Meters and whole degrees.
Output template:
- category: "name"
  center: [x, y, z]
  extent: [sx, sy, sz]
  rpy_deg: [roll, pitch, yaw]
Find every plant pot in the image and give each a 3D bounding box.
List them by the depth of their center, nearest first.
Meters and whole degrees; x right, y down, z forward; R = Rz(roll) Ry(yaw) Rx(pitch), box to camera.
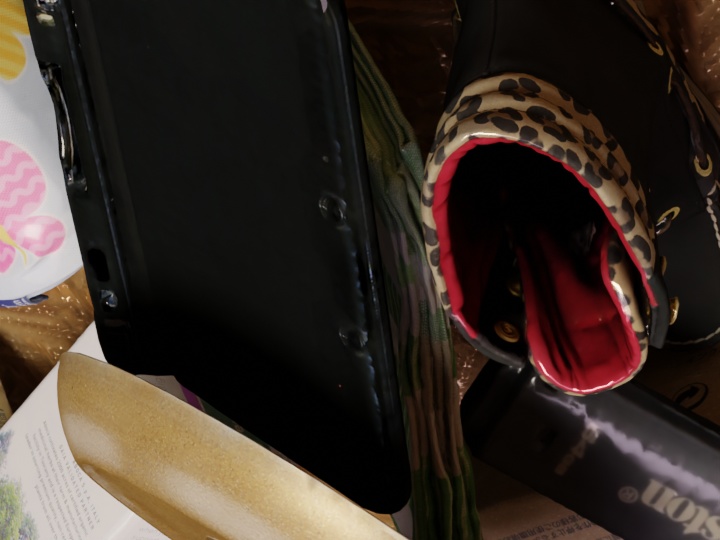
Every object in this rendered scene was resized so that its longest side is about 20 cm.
- category: "plant pot"
  center: [-0.014, 0.091, 0.802]
  extent: [0.200, 0.028, 0.200]
  rpy_deg: [31, 169, 6]

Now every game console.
- category: "game console"
  center: [-0.031, -0.059, 0.785]
  extent: [0.116, 0.176, 0.201]
  rpy_deg: [4, 130, 14]

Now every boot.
- category: "boot"
  center: [0.072, -0.018, 0.811]
  extent: [0.073, 0.151, 0.201]
  rpy_deg: [-11, 127, 17]

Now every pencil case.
- category: "pencil case"
  center: [-0.152, -0.083, 0.878]
  extent: [0.090, 0.083, 0.200]
  rpy_deg: [-3, 131, 43]

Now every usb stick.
- category: "usb stick"
  center: [0.126, 0.083, 0.858]
  extent: [0.199, 0.033, 0.056]
  rpy_deg: [30, 130, -7]

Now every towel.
- category: "towel"
  center: [0.000, 0.000, 0.864]
  extent: [0.023, 0.153, 0.201]
  rpy_deg: [-17, 131, -8]

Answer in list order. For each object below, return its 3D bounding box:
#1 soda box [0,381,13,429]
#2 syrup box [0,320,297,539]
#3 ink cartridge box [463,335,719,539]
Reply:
- category: "soda box"
  center: [-0.187, 0.111, 1.055]
  extent: [0.063, 0.068, 0.200]
  rpy_deg: [-7, 139, -25]
- category: "syrup box"
  center: [-0.113, 0.116, 0.981]
  extent: [0.081, 0.079, 0.200]
  rpy_deg: [18, 125, -43]
- category: "ink cartridge box"
  center: [0.155, 0.096, 0.927]
  extent: [0.199, 0.075, 0.165]
  rpy_deg: [-21, 119, 26]
